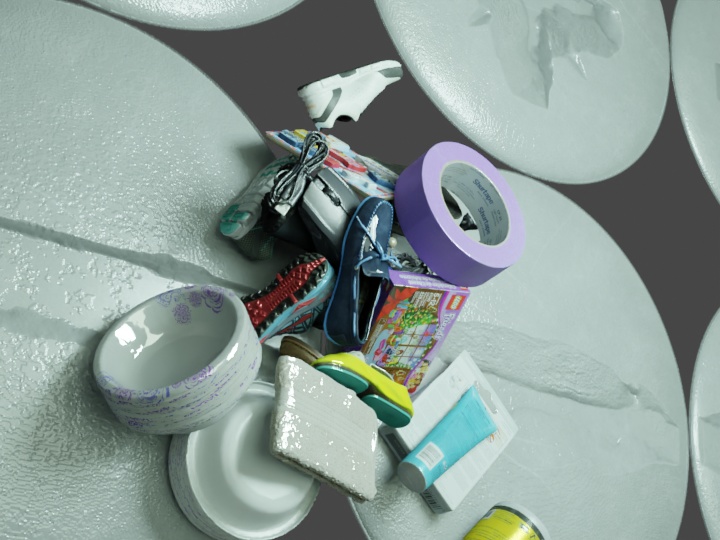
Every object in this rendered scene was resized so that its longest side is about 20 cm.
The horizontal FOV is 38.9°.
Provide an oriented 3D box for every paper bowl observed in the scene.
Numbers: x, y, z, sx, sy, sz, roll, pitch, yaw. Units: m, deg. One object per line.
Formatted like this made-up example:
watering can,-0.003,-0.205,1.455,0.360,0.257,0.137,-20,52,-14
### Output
paper bowl,-0.137,0.244,1.314,0.199,0.104,0.203,12,68,-32
paper bowl,-0.219,0.119,1.259,0.201,0.199,0.105,-51,137,-34

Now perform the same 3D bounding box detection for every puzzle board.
puzzle board,-0.022,-0.158,1.480,0.199,0.018,0.150,33,22,21

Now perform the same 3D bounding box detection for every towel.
towel,-0.042,0.206,1.304,0.200,0.034,0.134,37,44,-41

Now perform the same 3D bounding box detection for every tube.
tube,0.132,0.248,1.490,0.199,0.050,0.078,-33,99,-42

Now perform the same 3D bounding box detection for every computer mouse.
computer mouse,-0.037,-0.072,1.365,0.139,0.052,0.201,-59,136,-31

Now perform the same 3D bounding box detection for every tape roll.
tape roll,0.143,-0.080,1.453,0.199,0.065,0.202,24,49,-30

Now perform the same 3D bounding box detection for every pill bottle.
pill bottle,0.181,0.437,1.474,0.199,0.112,0.113,-37,97,-36

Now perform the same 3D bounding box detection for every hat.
hat,0.059,-0.098,1.562,0.198,0.082,0.201,18,24,-8

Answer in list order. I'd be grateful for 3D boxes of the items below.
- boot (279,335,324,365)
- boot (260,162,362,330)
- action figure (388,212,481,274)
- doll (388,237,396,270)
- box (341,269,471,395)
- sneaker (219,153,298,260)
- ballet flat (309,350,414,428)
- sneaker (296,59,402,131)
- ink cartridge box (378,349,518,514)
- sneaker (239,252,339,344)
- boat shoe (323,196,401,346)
boot,-0.060,0.183,1.420,0.075,0.073,0.201,-40,102,-30
boot,-0.079,-0.033,1.421,0.167,0.076,0.203,23,82,-47
action figure,0.107,0.005,1.559,0.120,0.199,0.102,60,10,27
doll,0.000,0.000,1.510,0.135,0.048,0.202,-28,78,-2
box,0.056,0.092,1.456,0.135,0.201,0.039,5,35,-33
sneaker,-0.121,-0.093,1.474,0.200,0.077,0.092,-51,122,-31
ballet flat,0.002,0.150,1.396,0.199,0.066,0.068,36,41,-37
sneaker,-0.010,-0.278,1.608,0.199,0.073,0.081,-26,101,-32
ink cartridge box,0.137,0.242,1.552,0.200,0.047,0.161,-40,99,-39
sneaker,-0.106,0.068,1.376,0.096,0.199,0.080,47,12,-47
boat shoe,0.015,0.004,1.350,0.084,0.068,0.203,11,91,-46
